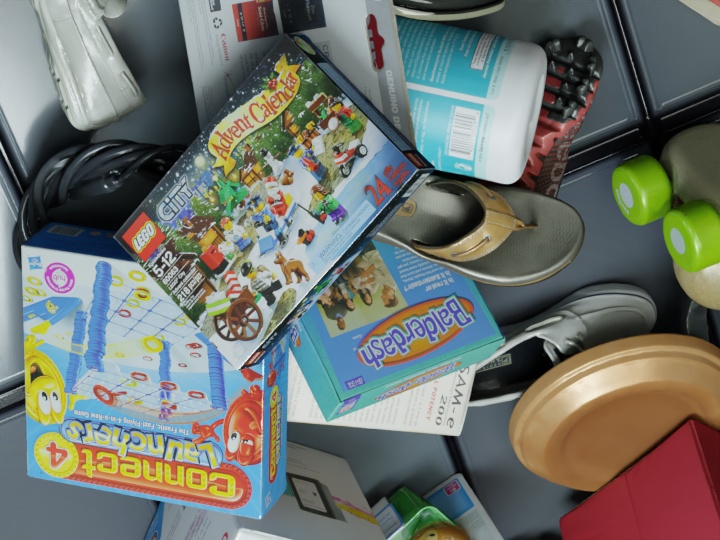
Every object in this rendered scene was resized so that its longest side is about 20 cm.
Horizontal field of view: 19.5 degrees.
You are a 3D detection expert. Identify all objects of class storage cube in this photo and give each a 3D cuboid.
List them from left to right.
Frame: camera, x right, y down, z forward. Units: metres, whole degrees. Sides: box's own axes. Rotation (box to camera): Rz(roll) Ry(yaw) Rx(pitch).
[{"bbox_3d":[0.299,0.265,1.791,0.200,0.180,0.171,27,126,-31],"label":"storage cube"}]

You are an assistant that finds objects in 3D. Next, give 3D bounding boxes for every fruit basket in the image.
[{"bbox_3d":[0.044,0.276,1.758,0.185,0.200,0.094,-42,117,6],"label":"fruit basket"}]

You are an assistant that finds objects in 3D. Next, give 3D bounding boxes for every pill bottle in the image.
[{"bbox_3d":[0.037,-0.139,1.614,0.200,0.111,0.111,13,110,8],"label":"pill bottle"}]

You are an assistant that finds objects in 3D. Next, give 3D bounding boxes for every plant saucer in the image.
[{"bbox_3d":[0.227,0.129,1.787,0.200,0.037,0.200,-10,142,-8],"label":"plant saucer"}]

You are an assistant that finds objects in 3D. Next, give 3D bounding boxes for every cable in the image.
[{"bbox_3d":[-0.183,-0.034,1.626,0.163,0.051,0.200,26,131,-1],"label":"cable"}]

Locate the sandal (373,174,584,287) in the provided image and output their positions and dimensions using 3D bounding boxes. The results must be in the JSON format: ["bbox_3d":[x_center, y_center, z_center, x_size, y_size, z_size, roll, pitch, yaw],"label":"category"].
[{"bbox_3d":[0.074,-0.043,1.604,0.200,0.055,0.082,19,78,-4],"label":"sandal"}]

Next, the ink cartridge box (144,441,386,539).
[{"bbox_3d":[-0.079,0.241,1.711,0.146,0.200,0.147,18,107,-21],"label":"ink cartridge box"}]

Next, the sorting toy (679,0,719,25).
[{"bbox_3d":[0.274,-0.317,1.646,0.200,0.070,0.199,29,102,-23],"label":"sorting toy"}]

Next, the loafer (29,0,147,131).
[{"bbox_3d":[-0.211,-0.202,1.573,0.070,0.070,0.200,-20,123,-11],"label":"loafer"}]

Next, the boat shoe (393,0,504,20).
[{"bbox_3d":[0.019,-0.236,1.611,0.201,0.074,0.063,7,118,-12],"label":"boat shoe"}]

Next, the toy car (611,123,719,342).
[{"bbox_3d":[0.316,-0.010,1.749,0.164,0.158,0.200,-20,127,-16],"label":"toy car"}]

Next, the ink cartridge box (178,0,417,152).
[{"bbox_3d":[-0.031,-0.157,1.522,0.175,0.084,0.200,-6,97,29],"label":"ink cartridge box"}]

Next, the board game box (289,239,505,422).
[{"bbox_3d":[0.000,0.000,1.632,0.152,0.045,0.200,-19,72,-24],"label":"board game box"}]

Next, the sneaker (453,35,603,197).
[{"bbox_3d":[0.136,-0.096,1.701,0.200,0.071,0.098,-60,158,-10],"label":"sneaker"}]

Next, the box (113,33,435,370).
[{"bbox_3d":[-0.063,-0.047,1.475,0.137,0.038,0.200,46,109,12],"label":"box"}]

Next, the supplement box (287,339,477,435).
[{"bbox_3d":[-0.021,0.070,1.697,0.200,0.126,0.074,6,110,-16],"label":"supplement box"}]

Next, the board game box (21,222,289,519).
[{"bbox_3d":[-0.156,0.075,1.596,0.200,0.056,0.196,8,112,16],"label":"board game box"}]

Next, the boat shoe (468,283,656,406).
[{"bbox_3d":[0.162,0.067,1.777,0.200,0.066,0.072,-13,114,-9],"label":"boat shoe"}]
